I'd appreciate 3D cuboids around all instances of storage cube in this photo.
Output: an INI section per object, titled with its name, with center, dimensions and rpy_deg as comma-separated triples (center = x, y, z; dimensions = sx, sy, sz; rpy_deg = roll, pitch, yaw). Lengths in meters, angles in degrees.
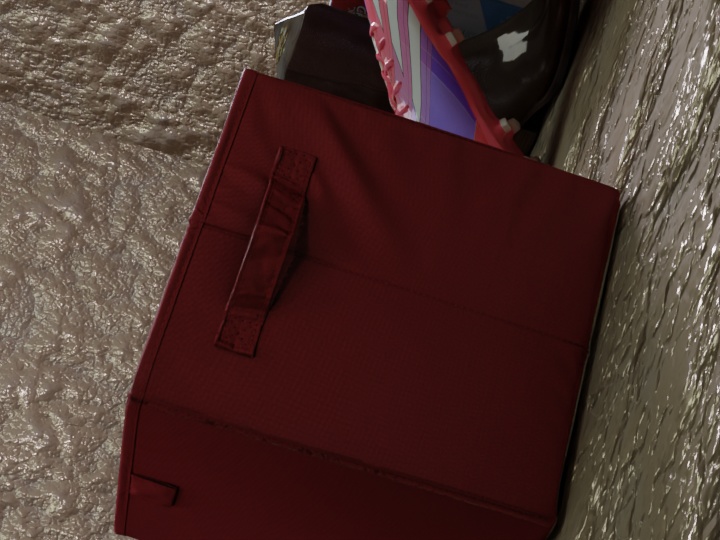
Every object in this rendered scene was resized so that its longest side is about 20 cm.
[storage cube]
center = -0.001, 0.045, 0.723
dimensions = 0.200, 0.179, 0.171
rpy_deg = 112, 175, -60

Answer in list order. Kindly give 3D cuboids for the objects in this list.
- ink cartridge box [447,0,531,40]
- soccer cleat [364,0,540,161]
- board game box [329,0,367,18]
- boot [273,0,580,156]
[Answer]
[ink cartridge box]
center = 0.070, -0.147, 1.209
dimensions = 0.125, 0.128, 0.200
rpy_deg = -77, 4, -55
[soccer cleat]
center = 0.040, -0.119, 1.009
dimensions = 0.076, 0.200, 0.067
rpy_deg = -33, -8, 15
[board game box]
center = 0.011, -0.235, 1.161
dimensions = 0.153, 0.040, 0.200
rpy_deg = -76, 5, -49
[boot]
center = 0.040, -0.161, 1.079
dimensions = 0.064, 0.199, 0.187
rpy_deg = -75, 2, -46
